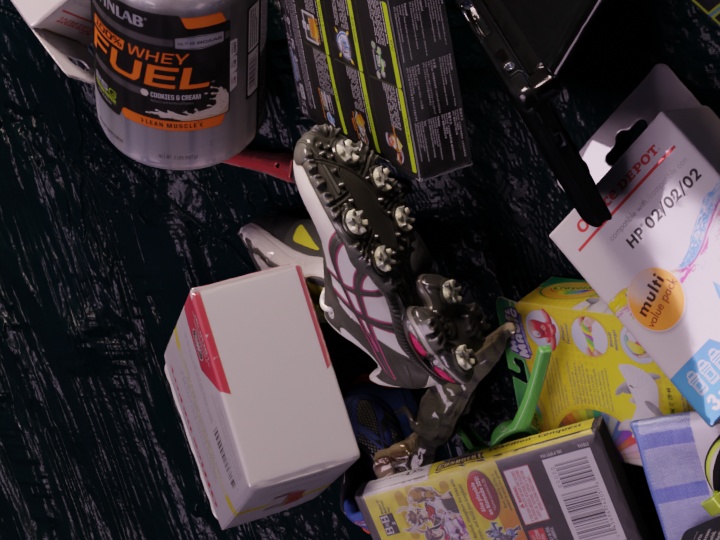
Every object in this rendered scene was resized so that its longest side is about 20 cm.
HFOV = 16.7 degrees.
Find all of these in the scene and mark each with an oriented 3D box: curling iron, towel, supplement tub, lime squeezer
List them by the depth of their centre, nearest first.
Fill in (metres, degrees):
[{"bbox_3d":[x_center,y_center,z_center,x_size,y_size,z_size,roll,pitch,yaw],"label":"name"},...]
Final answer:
[{"bbox_3d":[0.280,0.147,1.545,0.199,0.024,0.147,-9,110,26],"label":"towel"},{"bbox_3d":[-0.124,-0.176,1.681,0.122,0.122,0.200,33,144,25],"label":"supplement tub"},{"bbox_3d":[0.099,0.108,1.686,0.200,0.038,0.071,139,139,-67],"label":"lime squeezer"},{"bbox_3d":[-0.051,-0.082,1.764,0.200,0.026,0.050,22,130,32],"label":"curling iron"}]

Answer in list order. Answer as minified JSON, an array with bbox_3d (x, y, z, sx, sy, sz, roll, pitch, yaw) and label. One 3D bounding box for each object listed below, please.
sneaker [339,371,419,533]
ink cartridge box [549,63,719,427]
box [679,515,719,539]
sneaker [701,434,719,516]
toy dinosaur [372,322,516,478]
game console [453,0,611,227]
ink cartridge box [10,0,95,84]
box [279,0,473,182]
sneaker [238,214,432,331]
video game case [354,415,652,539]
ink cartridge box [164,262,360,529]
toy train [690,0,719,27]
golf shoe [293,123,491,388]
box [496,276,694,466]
[{"bbox_3d":[0.023,0.178,1.811,0.075,0.078,0.200,-17,101,48],"label":"sneaker"},{"bbox_3d":[0.199,-0.019,1.499,0.200,0.068,0.115,51,119,18],"label":"ink cartridge box"},{"bbox_3d":[0.301,0.210,1.490,0.200,0.107,0.149,-28,102,32],"label":"box"},{"bbox_3d":[0.286,0.083,1.445,0.200,0.083,0.072,-42,87,9],"label":"sneaker"},{"bbox_3d":[0.059,0.066,1.707,0.200,0.047,0.088,-58,42,45],"label":"toy dinosaur"},{"bbox_3d":[0.126,-0.158,1.481,0.176,0.116,0.200,57,-174,-36],"label":"game console"},{"bbox_3d":[-0.224,-0.230,1.756,0.067,0.117,0.200,-37,81,10],"label":"ink cartridge box"},{"bbox_3d":[-0.002,-0.177,1.594,0.193,0.047,0.201,30,136,59],"label":"box"},{"bbox_3d":[-0.015,-0.005,1.749,0.200,0.085,0.075,27,148,57],"label":"sneaker"},{"bbox_3d":[0.115,0.212,1.670,0.180,0.026,0.200,-17,106,20],"label":"video game case"},{"bbox_3d":[-0.074,0.092,1.744,0.200,0.083,0.146,127,126,-73],"label":"ink cartridge box"},{"bbox_3d":[0.247,-0.168,1.341,0.200,0.087,0.114,36,124,-25],"label":"toy train"},{"bbox_3d":[0.000,0.000,1.595,0.088,0.077,0.200,-17,115,35],"label":"golf shoe"},{"bbox_3d":[0.183,0.071,1.622,0.200,0.048,0.118,7,119,38],"label":"box"}]
